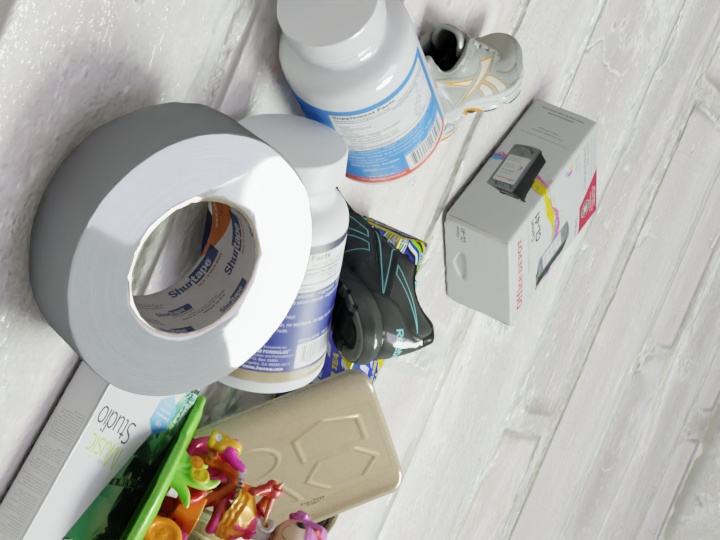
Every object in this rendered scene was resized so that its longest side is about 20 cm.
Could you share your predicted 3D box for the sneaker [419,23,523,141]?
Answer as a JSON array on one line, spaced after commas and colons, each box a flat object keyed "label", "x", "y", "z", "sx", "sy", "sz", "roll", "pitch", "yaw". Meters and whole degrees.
[{"label": "sneaker", "x": 0.097, "y": -0.195, "z": 1.617, "sx": 0.200, "sy": 0.075, "sz": 0.093, "roll": -40, "pitch": 141, "yaw": -47}]

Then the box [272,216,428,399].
[{"label": "box", "x": -0.011, "y": 0.053, "z": 1.620, "sx": 0.064, "sy": 0.070, "sz": 0.202, "roll": 8, "pitch": 105, "yaw": -62}]

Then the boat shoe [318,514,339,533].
[{"label": "boat shoe", "x": -0.057, "y": 0.246, "z": 1.723, "sx": 0.076, "sy": 0.071, "sz": 0.202, "roll": -47, "pitch": 162, "yaw": -60}]

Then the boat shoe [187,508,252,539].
[{"label": "boat shoe", "x": -0.134, "y": 0.277, "z": 1.575, "sx": 0.063, "sy": 0.073, "sz": 0.201, "roll": -58, "pitch": 163, "yaw": -26}]

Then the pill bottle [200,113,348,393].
[{"label": "pill bottle", "x": -0.070, "y": -0.014, "z": 1.381, "sx": 0.115, "sy": 0.115, "sz": 0.202, "roll": -30, "pitch": 138, "yaw": -52}]

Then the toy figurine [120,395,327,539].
[{"label": "toy figurine", "x": -0.095, "y": 0.224, "z": 1.411, "sx": 0.151, "sy": 0.183, "sz": 0.201, "roll": -55, "pitch": -172, "yaw": 46}]

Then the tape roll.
[{"label": "tape roll", "x": -0.133, "y": -0.015, "z": 1.226, "sx": 0.199, "sy": 0.066, "sz": 0.202, "roll": -20, "pitch": 126, "yaw": -30}]

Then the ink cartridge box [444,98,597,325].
[{"label": "ink cartridge box", "x": 0.178, "y": -0.064, "z": 1.887, "sx": 0.201, "sy": 0.085, "sz": 0.148, "roll": -52, "pitch": 153, "yaw": -30}]

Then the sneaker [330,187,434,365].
[{"label": "sneaker", "x": 0.000, "y": 0.000, "z": 1.462, "sx": 0.078, "sy": 0.201, "sz": 0.076, "roll": -3, "pitch": 138, "yaw": -22}]

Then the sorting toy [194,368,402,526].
[{"label": "sorting toy", "x": -0.062, "y": 0.171, "z": 1.569, "sx": 0.183, "sy": 0.037, "sz": 0.201, "roll": -21, "pitch": 144, "yaw": -2}]

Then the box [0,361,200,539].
[{"label": "box", "x": -0.206, "y": 0.151, "z": 1.350, "sx": 0.201, "sy": 0.036, "sz": 0.144, "roll": -61, "pitch": 156, "yaw": -9}]

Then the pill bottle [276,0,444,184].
[{"label": "pill bottle", "x": -0.003, "y": -0.162, "z": 1.390, "sx": 0.113, "sy": 0.111, "sz": 0.200, "roll": -58, "pitch": 155, "yaw": -16}]
